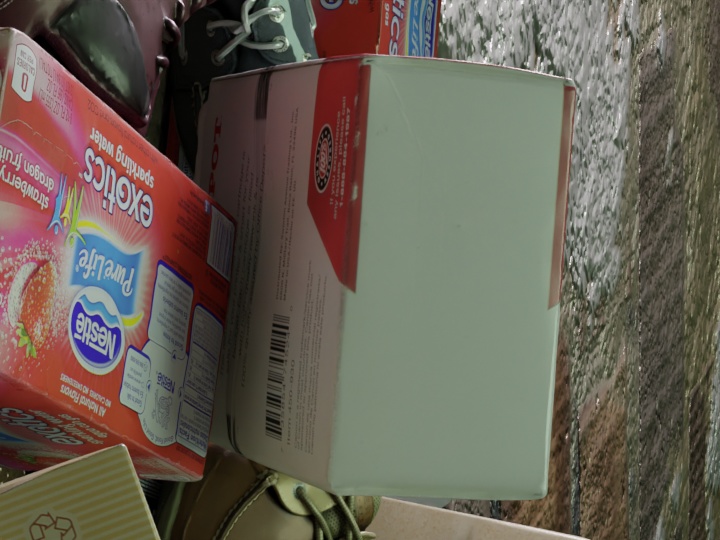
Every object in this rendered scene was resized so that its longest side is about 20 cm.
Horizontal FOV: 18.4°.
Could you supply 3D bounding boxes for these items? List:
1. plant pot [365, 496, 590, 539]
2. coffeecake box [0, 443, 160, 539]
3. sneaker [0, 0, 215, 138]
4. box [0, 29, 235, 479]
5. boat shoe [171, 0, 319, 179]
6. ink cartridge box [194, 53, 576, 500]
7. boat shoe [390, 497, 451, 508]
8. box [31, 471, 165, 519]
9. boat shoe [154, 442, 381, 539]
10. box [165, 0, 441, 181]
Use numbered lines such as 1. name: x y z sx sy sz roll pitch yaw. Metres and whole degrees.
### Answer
1. plant pot: 0.033 0.218 1.048 0.178 0.199 0.200 88 17 -47
2. coffeecake box: -0.094 0.142 0.671 0.154 0.073 0.200 70 -17 2
3. sneaker: -0.081 -0.093 0.832 0.199 0.075 0.116 -1 77 -53
4. box: -0.121 0.001 0.732 0.200 0.095 0.100 43 51 -67
5. boat shoe: -0.054 -0.107 0.947 0.062 0.072 0.201 51 30 -71
6. ink cartridge box: 0.000 0.000 0.827 0.200 0.082 0.148 -171 -94 -71
7. boat shoe: -0.006 0.092 1.184 0.200 0.071 0.070 23 43 -67
8. box: -0.078 0.066 0.979 0.200 0.044 0.161 39 55 -68
9. boat shoe: -0.029 0.091 0.943 0.200 0.073 0.076 -58 147 -55
10. box: -0.021 -0.123 1.031 0.095 0.099 0.201 24 70 -71
